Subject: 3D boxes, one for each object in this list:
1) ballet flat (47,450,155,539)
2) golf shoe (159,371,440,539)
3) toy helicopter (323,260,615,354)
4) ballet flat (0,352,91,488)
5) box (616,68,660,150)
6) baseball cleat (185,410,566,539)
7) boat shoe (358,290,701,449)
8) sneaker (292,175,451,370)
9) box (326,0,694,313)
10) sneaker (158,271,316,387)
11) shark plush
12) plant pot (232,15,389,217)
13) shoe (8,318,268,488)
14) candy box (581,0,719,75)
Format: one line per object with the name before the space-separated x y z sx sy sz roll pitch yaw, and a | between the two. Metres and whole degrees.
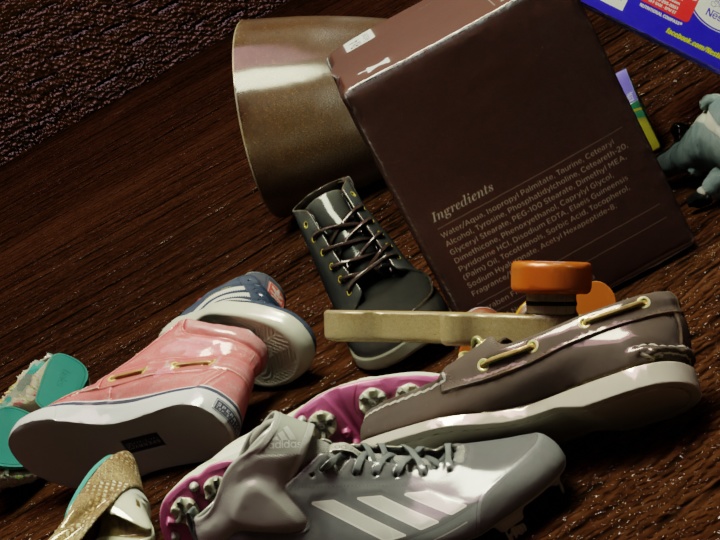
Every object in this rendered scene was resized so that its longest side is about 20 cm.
ballet flat | -0.164 0.181 1.202 0.065 0.071 0.200 7 31 18
golf shoe | -0.026 0.106 1.154 0.198 0.076 0.092 -24 10 9
toy helicopter | 0.071 0.033 1.178 0.198 0.080 0.132 1 2 29
ballet flat | -0.265 0.132 1.534 0.064 0.075 0.200 -56 -1 24
box | 0.134 -0.087 1.538 0.199 0.049 0.117 -28 15 10
baseball cleat | 0.004 0.111 1.014 0.199 0.107 0.070 -25 10 5
boat shoe | 0.086 0.064 1.056 0.198 0.072 0.060 -18 62 26
sneaker | 0.000 0.000 1.377 0.074 0.107 0.200 -30 15 -8
box | 0.096 -0.083 1.300 0.163 0.201 0.166 -27 16 3
sneaker | -0.078 0.036 1.459 0.084 0.075 0.199 -41 19 -26
shark plush | 0.238 -0.081 1.305 0.199 0.091 0.084 5 66 56
plant pot | 0.002 -0.159 1.806 0.198 0.189 0.187 -10 19 10
shoe | -0.157 0.095 1.398 0.199 0.072 0.091 -13 34 31
candy box | 0.237 -0.195 1.391 0.078 0.168 0.200 -64 -4 11
